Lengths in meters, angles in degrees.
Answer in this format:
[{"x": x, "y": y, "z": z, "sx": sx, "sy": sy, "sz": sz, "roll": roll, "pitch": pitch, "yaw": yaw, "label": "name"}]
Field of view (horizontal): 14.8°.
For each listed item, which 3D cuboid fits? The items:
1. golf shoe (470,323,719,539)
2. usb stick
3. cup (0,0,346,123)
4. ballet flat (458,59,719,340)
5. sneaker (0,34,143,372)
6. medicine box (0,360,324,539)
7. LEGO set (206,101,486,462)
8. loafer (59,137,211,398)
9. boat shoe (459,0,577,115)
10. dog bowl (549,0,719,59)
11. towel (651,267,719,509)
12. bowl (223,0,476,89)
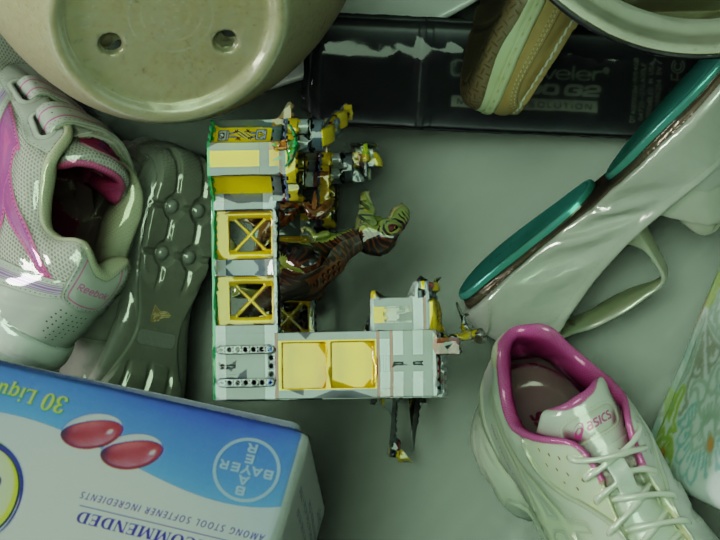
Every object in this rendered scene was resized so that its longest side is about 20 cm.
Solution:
[{"x": 0.113, "y": 0.106, "z": 1.245, "sx": 0.075, "sy": 0.092, "sz": 0.200, "roll": -30, "pitch": 56, "yaw": -17, "label": "golf shoe"}, {"x": 0.071, "y": -0.092, "z": 1.307, "sx": 0.199, "sy": 0.033, "sz": 0.056, "roll": 2, "pitch": 106, "yaw": -2, "label": "usb stick"}, {"x": -0.085, "y": -0.142, "z": 1.202, "sx": 0.200, "sy": 0.143, "sz": 0.201, "roll": -3, "pitch": 124, "yaw": -4, "label": "cup"}, {"x": 0.130, "y": -0.028, "z": 1.283, "sx": 0.200, "sy": 0.069, "sz": 0.069, "roll": -44, "pitch": 81, "yaw": 28, "label": "ballet flat"}, {"x": -0.143, "y": -0.046, "z": 1.294, "sx": 0.088, "sy": 0.081, "sz": 0.200, "roll": -33, "pitch": 55, "yaw": 30, "label": "sneaker"}, {"x": -0.129, "y": 0.157, "z": 1.209, "sx": 0.182, "sy": 0.103, "sz": 0.200, "roll": 12, "pitch": 67, "yaw": 9, "label": "medicine box"}, {"x": 0.000, "y": 0.000, "z": 1.256, "sx": 0.115, "sy": 0.200, "sz": 0.154, "roll": -1, "pitch": 78, "yaw": 5, "label": "LEGO set"}, {"x": -0.122, "y": 0.034, "z": 1.341, "sx": 0.070, "sy": 0.070, "sz": 0.201, "roll": 13, "pitch": 85, "yaw": 47, "label": "loafer"}, {"x": 0.113, "y": -0.155, "z": 1.254, "sx": 0.076, "sy": 0.072, "sz": 0.200, "roll": 23, "pitch": 98, "yaw": -14, "label": "boat shoe"}, {"x": 0.135, "y": -0.189, "z": 1.187, "sx": 0.199, "sy": 0.074, "sz": 0.201, "roll": 0, "pitch": 91, "yaw": -10, "label": "dog bowl"}, {"x": 0.209, "y": 0.035, "z": 1.225, "sx": 0.048, "sy": 0.200, "sz": 0.172, "roll": 20, "pitch": 91, "yaw": -22, "label": "towel"}, {"x": -0.038, "y": -0.196, "z": 1.300, "sx": 0.199, "sy": 0.075, "sz": 0.200, "roll": -21, "pitch": 121, "yaw": 9, "label": "bowl"}]
